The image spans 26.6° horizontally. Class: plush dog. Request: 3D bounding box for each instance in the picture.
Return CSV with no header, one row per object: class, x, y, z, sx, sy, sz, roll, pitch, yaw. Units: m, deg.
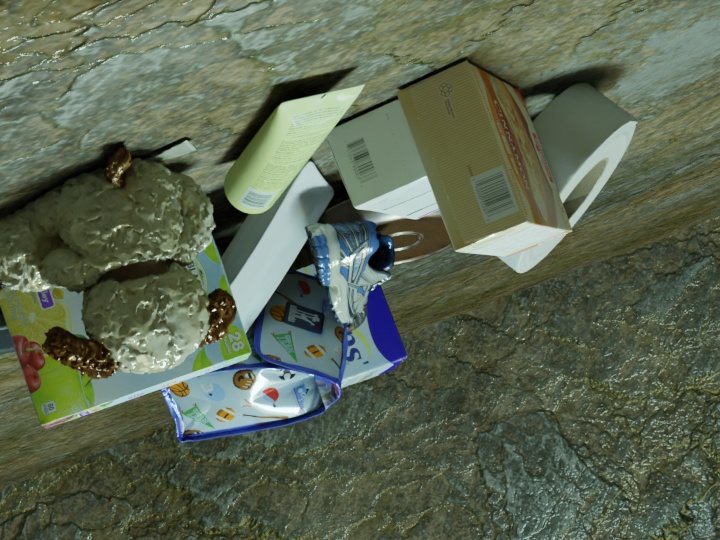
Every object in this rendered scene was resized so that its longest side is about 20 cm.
plush dog,-0.184,0.001,1.248,0.200,0.172,0.160,-15,170,-26

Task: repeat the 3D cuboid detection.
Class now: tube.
tube,-0.064,-0.108,1.292,0.058,0.052,0.200,-63,-170,-27

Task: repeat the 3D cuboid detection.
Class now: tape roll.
tape roll,0.201,-0.096,1.592,0.202,0.071,0.202,-47,165,-17

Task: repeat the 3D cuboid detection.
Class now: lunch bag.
lunch bag,-0.113,0.088,1.708,0.200,0.124,0.170,-7,-141,10

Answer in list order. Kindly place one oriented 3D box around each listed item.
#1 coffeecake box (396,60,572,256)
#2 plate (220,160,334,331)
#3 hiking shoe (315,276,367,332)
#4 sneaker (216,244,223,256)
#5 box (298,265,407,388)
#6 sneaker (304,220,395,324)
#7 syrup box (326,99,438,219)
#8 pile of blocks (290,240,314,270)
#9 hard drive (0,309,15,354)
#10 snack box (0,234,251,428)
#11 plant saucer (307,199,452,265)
coffeecake box,0.119,-0.097,1.408,0.073,0.154,0.200,-22,172,17
plate,-0.101,-0.018,1.539,0.200,0.032,0.200,-57,171,-2
hiking shoe,-0.090,0.024,1.832,0.200,0.076,0.101,9,-155,-5
sneaker,-0.221,0.053,1.634,0.146,0.077,0.202,-19,-156,10
box,-0.069,0.067,1.937,0.200,0.184,0.105,-19,170,-14
sneaker,0.000,0.000,1.641,0.085,0.077,0.200,-16,162,2
syrup box,0.045,-0.103,1.458,0.081,0.079,0.200,-23,172,16
pile of blocks,-0.054,-0.027,1.782,0.200,0.062,0.082,-15,171,-33
hard drive,-0.359,0.057,1.528,0.139,0.033,0.200,3,-172,36
snack box,-0.220,0.032,1.383,0.200,0.169,0.068,-19,175,-11
plant saucer,0.040,-0.044,1.697,0.200,0.032,0.200,-9,162,-3
